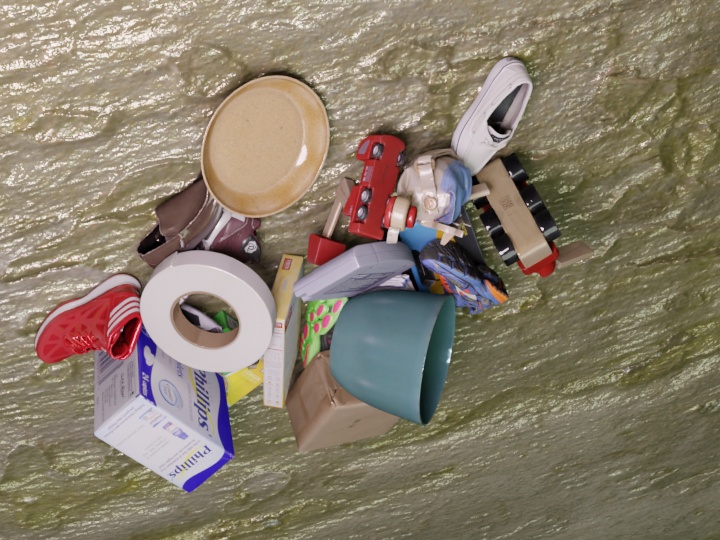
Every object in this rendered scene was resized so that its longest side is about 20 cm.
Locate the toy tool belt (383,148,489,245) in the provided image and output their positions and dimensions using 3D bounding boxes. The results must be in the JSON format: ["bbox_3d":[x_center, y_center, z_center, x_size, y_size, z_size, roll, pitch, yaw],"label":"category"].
[{"bbox_3d":[0.115,-0.100,1.546,0.121,0.200,0.127,14,117,11],"label":"toy tool belt"}]

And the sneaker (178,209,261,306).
[{"bbox_3d":[-0.211,-0.008,1.615,0.114,0.076,0.201,15,125,-35],"label":"sneaker"}]

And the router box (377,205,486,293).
[{"bbox_3d":[0.116,-0.028,1.736,0.147,0.051,0.201,-26,136,2],"label":"router box"}]

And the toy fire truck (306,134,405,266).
[{"bbox_3d":[-0.008,-0.099,1.585,0.048,0.140,0.204,15,87,-32],"label":"toy fire truck"}]

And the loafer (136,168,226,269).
[{"bbox_3d":[-0.257,-0.071,1.536,0.070,0.074,0.201,18,123,-33],"label":"loafer"}]

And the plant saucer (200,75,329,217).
[{"bbox_3d":[-0.135,-0.173,1.480,0.198,0.035,0.203,-18,124,-27],"label":"plant saucer"}]

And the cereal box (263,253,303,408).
[{"bbox_3d":[-0.122,0.096,1.698,0.039,0.145,0.202,8,132,5],"label":"cereal box"}]

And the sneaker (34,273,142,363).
[{"bbox_3d":[-0.406,0.099,1.608,0.199,0.116,0.078,-39,133,15],"label":"sneaker"}]

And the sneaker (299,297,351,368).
[{"bbox_3d":[-0.046,0.092,1.778,0.082,0.078,0.201,-6,147,-22],"label":"sneaker"}]

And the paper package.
[{"bbox_3d":[-0.012,0.211,1.822,0.188,0.105,0.200,-7,153,-27],"label":"paper package"}]

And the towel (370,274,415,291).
[{"bbox_3d":[0.040,0.071,1.777,0.144,0.024,0.201,-1,142,24],"label":"towel"}]

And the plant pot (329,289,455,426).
[{"bbox_3d":[0.045,0.121,1.661,0.158,0.202,0.203,11,138,17],"label":"plant pot"}]

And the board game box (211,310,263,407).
[{"bbox_3d":[-0.250,0.169,1.791,0.199,0.041,0.153,-37,134,15],"label":"board game box"}]

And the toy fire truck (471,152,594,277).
[{"bbox_3d":[0.269,-0.069,1.680,0.127,0.178,0.200,-30,146,9],"label":"toy fire truck"}]

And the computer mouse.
[{"bbox_3d":[-0.242,0.087,1.672,0.197,0.044,0.110,19,144,6],"label":"computer mouse"}]

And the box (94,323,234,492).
[{"bbox_3d":[-0.301,0.204,1.649,0.104,0.185,0.200,-38,126,15],"label":"box"}]

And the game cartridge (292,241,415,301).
[{"bbox_3d":[0.000,0.000,1.594,0.132,0.041,0.199,-25,171,24],"label":"game cartridge"}]

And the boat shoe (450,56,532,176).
[{"bbox_3d":[0.195,-0.211,1.584,0.071,0.066,0.201,10,127,-29],"label":"boat shoe"}]

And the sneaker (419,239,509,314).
[{"bbox_3d":[0.156,0.020,1.710,0.078,0.076,0.199,-41,132,19],"label":"sneaker"}]

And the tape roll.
[{"bbox_3d":[-0.221,0.061,1.567,0.199,0.037,0.205,5,128,7],"label":"tape roll"}]
